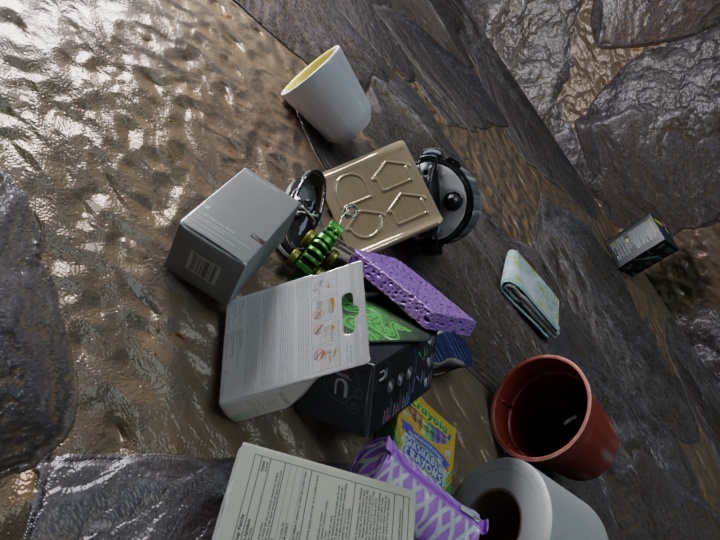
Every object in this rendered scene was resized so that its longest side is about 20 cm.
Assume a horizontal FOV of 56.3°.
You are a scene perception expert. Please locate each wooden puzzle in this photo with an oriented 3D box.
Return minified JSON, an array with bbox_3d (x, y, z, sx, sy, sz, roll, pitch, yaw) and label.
[{"bbox_3d":[0.034,-0.129,1.258,0.046,0.183,0.202,79,-12,-66],"label":"wooden puzzle"}]

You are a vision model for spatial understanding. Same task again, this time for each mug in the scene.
[{"bbox_3d":[-0.051,-0.352,1.366,0.154,0.148,0.188,49,37,-21],"label":"mug"}]

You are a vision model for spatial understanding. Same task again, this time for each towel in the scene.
[{"bbox_3d":[0.427,0.060,1.689,0.200,0.048,0.172,47,29,-11],"label":"towel"}]

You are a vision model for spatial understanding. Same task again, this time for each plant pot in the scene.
[{"bbox_3d":[0.380,0.294,1.271,0.195,0.199,0.203,39,33,-36],"label":"plant pot"}]

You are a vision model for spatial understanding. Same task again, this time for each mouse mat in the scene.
[{"bbox_3d":[-0.004,0.065,0.982,0.158,0.008,0.200,1,18,-21],"label":"mouse mat"}]

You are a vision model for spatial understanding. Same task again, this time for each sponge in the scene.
[{"bbox_3d":[0.078,0.032,1.043,0.111,0.030,0.200,12,20,-45],"label":"sponge"}]

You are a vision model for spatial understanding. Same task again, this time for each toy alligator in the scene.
[{"bbox_3d":[-0.056,-0.043,1.047,0.059,0.054,0.201,37,64,-2],"label":"toy alligator"}]

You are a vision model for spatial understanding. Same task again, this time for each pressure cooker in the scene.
[{"bbox_3d":[0.151,-0.140,1.358,0.176,0.179,0.200,48,17,8],"label":"pressure cooker"}]

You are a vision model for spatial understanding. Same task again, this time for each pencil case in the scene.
[{"bbox_3d":[0.076,0.301,0.878,0.199,0.085,0.084,41,37,-18],"label":"pencil case"}]

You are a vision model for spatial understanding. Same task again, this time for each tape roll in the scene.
[{"bbox_3d":[0.227,0.387,0.949,0.139,0.202,0.204,37,35,-25],"label":"tape roll"}]

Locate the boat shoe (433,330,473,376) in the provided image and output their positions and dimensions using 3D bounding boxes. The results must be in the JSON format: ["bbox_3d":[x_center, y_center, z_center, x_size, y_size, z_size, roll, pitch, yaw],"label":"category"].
[{"bbox_3d":[0.128,0.148,1.173,0.199,0.072,0.073,11,49,-55],"label":"boat shoe"}]

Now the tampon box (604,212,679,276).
[{"bbox_3d":[1.058,-0.094,2.536,0.149,0.199,0.128,19,45,-43],"label":"tampon box"}]

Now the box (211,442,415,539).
[{"bbox_3d":[-0.052,0.284,0.692,0.197,0.110,0.129,17,39,-5],"label":"box"}]

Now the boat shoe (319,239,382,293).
[{"bbox_3d":[0.000,0.000,1.147,0.199,0.074,0.074,36,35,-29],"label":"boat shoe"}]

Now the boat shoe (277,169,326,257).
[{"bbox_3d":[-0.095,-0.098,1.127,0.074,0.060,0.201,41,34,-22],"label":"boat shoe"}]

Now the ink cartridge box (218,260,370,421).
[{"bbox_3d":[-0.078,0.085,0.842,0.050,0.197,0.163,61,18,-46],"label":"ink cartridge box"}]

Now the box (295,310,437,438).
[{"bbox_3d":[0.014,0.135,0.954,0.199,0.121,0.108,-20,119,-58],"label":"box"}]

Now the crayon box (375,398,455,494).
[{"bbox_3d":[0.083,0.266,1.018,0.126,0.051,0.201,42,32,-18],"label":"crayon box"}]

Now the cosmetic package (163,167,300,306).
[{"bbox_3d":[-0.172,-0.053,0.938,0.106,0.091,0.201,30,36,-2],"label":"cosmetic package"}]
